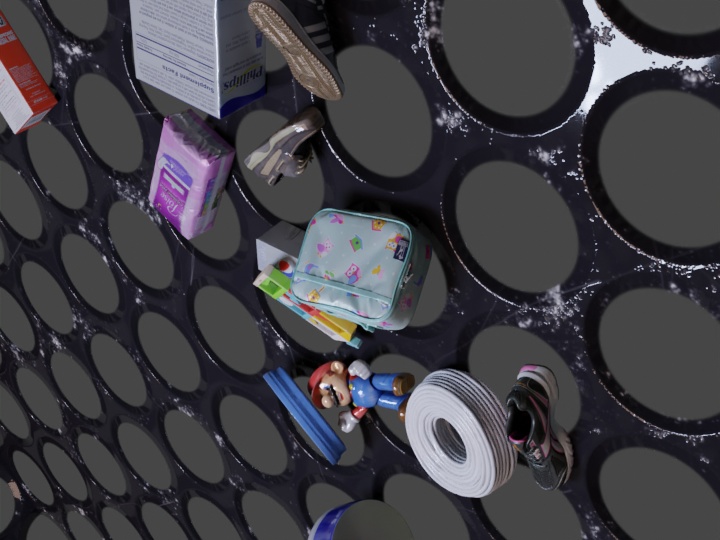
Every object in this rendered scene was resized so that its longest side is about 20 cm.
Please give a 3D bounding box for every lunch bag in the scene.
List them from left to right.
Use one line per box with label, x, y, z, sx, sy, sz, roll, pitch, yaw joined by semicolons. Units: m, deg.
lunch bag;0.000;0.000;1.421;0.199;0.162;0.077;13;169;35

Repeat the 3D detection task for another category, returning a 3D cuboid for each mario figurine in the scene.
mario figurine;-0.008;0.209;1.616;0.198;0.106;0.125;2;84;35

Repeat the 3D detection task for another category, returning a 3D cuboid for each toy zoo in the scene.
toy zoo;-0.079;0.062;1.578;0.199;0.021;0.131;35;166;-6

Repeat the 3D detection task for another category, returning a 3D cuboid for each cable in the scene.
cable;0.151;0.249;1.501;0.199;0.069;0.202;20;127;48

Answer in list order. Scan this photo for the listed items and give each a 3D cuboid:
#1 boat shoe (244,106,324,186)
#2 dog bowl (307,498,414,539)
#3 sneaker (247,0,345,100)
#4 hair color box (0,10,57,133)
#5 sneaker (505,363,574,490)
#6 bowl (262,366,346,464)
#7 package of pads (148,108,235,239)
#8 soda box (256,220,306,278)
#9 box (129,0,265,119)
boat shoe;-0.101;-0.183;1.471;0.073;0.075;0.200;49;150;-10
dog bowl;0.004;0.514;1.750;0.079;0.200;0.201;-30;95;47
sneaker;-0.065;-0.331;1.334;0.070;0.109;0.200;6;151;38
hair color box;-0.674;-0.378;1.872;0.111;0.064;0.201;-22;102;50
sneaker;0.244;0.238;1.411;0.080;0.086;0.202;3;120;44
bowl;-0.095;0.251;1.715;0.201;0.039;0.201;50;172;10
package of pads;-0.288;-0.162;1.653;0.120;0.075;0.201;44;139;15
soda box;-0.071;-0.006;1.558;0.199;0.068;0.064;26;135;30
box;-0.239;-0.358;1.444;0.183;0.105;0.201;28;133;27
